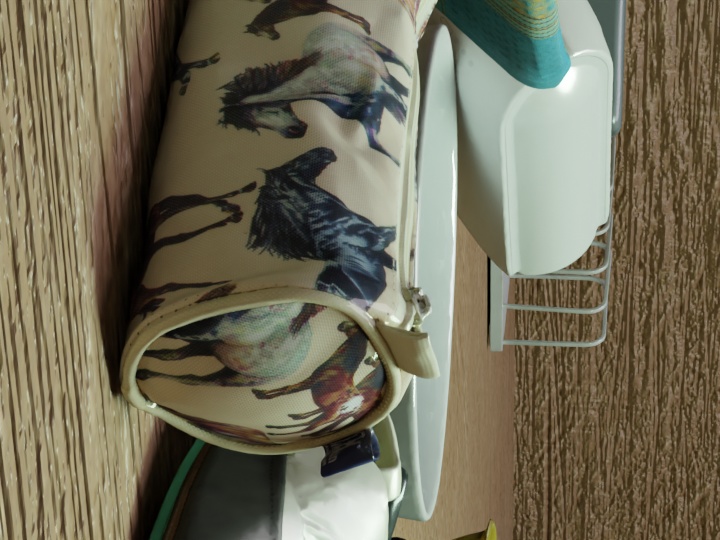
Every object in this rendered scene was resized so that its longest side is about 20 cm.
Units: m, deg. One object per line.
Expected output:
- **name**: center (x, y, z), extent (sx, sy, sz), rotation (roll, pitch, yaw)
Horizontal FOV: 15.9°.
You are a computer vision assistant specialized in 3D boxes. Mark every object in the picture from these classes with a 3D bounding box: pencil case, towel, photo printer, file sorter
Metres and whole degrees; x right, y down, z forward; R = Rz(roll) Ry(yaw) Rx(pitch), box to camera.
- **pencil case**: center (-0.015, -0.037, 0.770), extent (0.078, 0.089, 0.200), rotation (86, 8, -48)
- **towel**: center (0.014, -0.137, 0.870), extent (0.022, 0.147, 0.200), rotation (-46, 167, -6)
- **photo printer**: center (0.051, -0.106, 1.169), extent (0.167, 0.069, 0.200), rotation (58, -10, 23)
- **file sorter**: center (0.198, -0.034, 2.664), extent (0.139, 0.124, 0.200), rotation (-78, 169, -55)

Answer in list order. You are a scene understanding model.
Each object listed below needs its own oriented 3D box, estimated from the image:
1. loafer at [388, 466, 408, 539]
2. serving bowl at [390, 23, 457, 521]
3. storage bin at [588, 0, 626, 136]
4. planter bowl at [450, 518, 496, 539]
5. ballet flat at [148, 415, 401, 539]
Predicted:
- **loafer**: center (-0.007, 0.132, 0.994), extent (0.201, 0.070, 0.068), rotation (84, 10, -53)
- **serving bowl**: center (0.000, 0.000, 1.037), extent (0.200, 0.066, 0.201), rotation (2, 90, -85)
- **storage bin**: center (0.115, -0.175, 1.759), extent (0.146, 0.134, 0.201), rotation (0, 91, -84)
- **planter bowl**: center (0.018, 0.214, 1.196), extent (0.200, 0.083, 0.201), rotation (2, 90, -85)
- **ballet flat**: center (-0.023, 0.068, 0.828), extent (0.200, 0.068, 0.068), rotation (-74, 165, -66)
